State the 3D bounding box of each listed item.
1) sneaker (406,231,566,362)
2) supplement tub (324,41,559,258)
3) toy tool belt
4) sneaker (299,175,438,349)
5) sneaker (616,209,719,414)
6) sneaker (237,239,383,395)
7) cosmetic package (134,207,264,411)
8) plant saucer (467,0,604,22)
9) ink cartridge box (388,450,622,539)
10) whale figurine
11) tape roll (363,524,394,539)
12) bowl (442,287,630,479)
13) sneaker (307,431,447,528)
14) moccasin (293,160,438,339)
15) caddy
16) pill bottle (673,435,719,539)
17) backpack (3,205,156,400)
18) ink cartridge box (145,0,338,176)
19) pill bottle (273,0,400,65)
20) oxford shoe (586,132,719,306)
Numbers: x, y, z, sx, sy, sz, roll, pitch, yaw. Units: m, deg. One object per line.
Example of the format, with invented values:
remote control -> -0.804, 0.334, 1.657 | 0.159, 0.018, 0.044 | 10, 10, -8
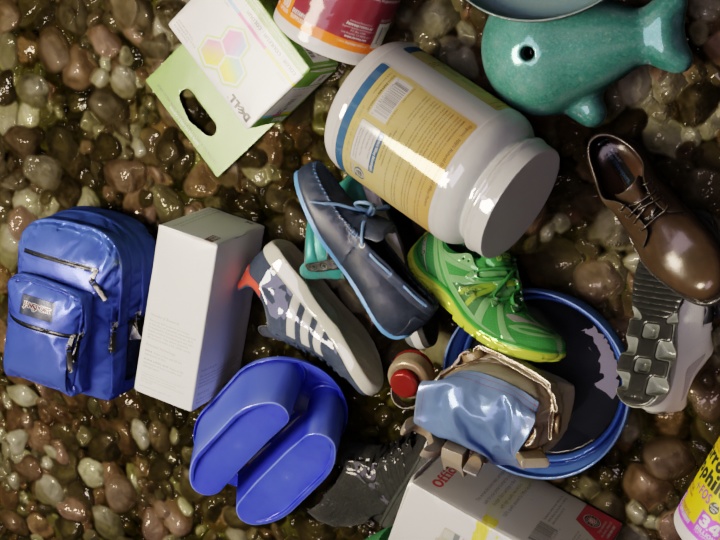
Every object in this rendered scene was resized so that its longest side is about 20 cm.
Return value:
sneaker -> 0.128, 0.019, 1.365 | 0.200, 0.074, 0.084 | 42, 110, 28
supplement tub -> 0.079, -0.117, 1.343 | 0.200, 0.144, 0.145 | 37, 115, 23
toy tool belt -> 0.105, 0.140, 1.362 | 0.199, 0.123, 0.126 | 13, 118, 19
sneaker -> 0.000, 0.000, 1.454 | 0.120, 0.084, 0.201 | -20, 85, 23
sneaker -> 0.309, 0.042, 1.337 | 0.074, 0.088, 0.201 | 16, 87, 47
sneaker -> -0.057, 0.066, 1.500 | 0.084, 0.075, 0.200 | -40, 81, 20
cosmetic package -> -0.179, 0.041, 1.535 | 0.081, 0.113, 0.201 | 17, 107, 20
plant saucer -> 0.174, -0.310, 1.281 | 0.199, 0.027, 0.201 | -8, 63, 15
ink cartridge box -> 0.149, 0.269, 1.416 | 0.199, 0.145, 0.084 | 28, 114, 17
whale figurine -> 0.207, -0.212, 1.296 | 0.199, 0.104, 0.160 | -1, 101, 27
tape roll -> 0.062, 0.367, 1.448 | 0.048, 0.200, 0.201 | -33, 87, 28
bowl -> 0.184, 0.114, 1.422 | 0.199, 0.039, 0.202 | 6, 104, 24
sneaker -> 0.023, 0.215, 1.507 | 0.104, 0.060, 0.201 | 30, 120, 13
moccasin -> 0.011, -0.030, 1.379 | 0.068, 0.080, 0.200 | -33, 94, 26
caddy -> -0.103, 0.185, 1.536 | 0.141, 0.105, 0.200 | 36, 118, -17
pill bottle -> 0.386, 0.185, 1.307 | 0.104, 0.104, 0.201 | 31, 113, 16
backpack -> -0.316, 0.034, 1.569 | 0.162, 0.168, 0.201 | 14, 104, 15
ink cartridge box -> -0.146, -0.210, 1.479 | 0.200, 0.076, 0.148 | -40, 84, 26
pill bottle -> 0.001, -0.317, 1.363 | 0.114, 0.114, 0.201 | 32, 113, 15
oxford shoe -> 0.270, -0.048, 1.283 | 0.073, 0.084, 0.200 | -44, 63, 16
